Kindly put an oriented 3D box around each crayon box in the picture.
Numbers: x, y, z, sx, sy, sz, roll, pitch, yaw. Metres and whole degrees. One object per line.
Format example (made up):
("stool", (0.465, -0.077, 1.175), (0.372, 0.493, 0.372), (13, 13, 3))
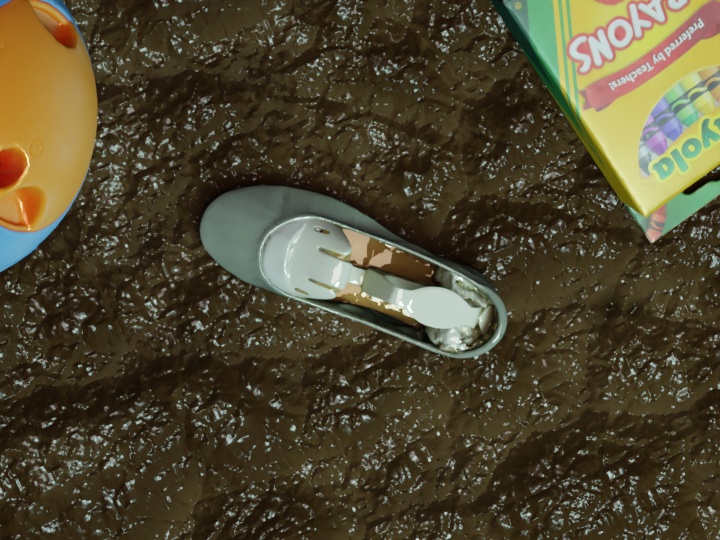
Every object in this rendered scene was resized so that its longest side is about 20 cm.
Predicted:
("crayon box", (0.184, -0.126, 1.832), (0.127, 0.051, 0.200), (-36, 109, -2))

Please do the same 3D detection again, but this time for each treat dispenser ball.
("treat dispenser ball", (-0.246, -0.090, 1.660), (0.200, 0.201, 0.202), (-3, 104, -12))

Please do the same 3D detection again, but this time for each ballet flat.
("ballet flat", (0.000, 0.000, 1.815), (0.199, 0.064, 0.068), (20, 98, -16))
